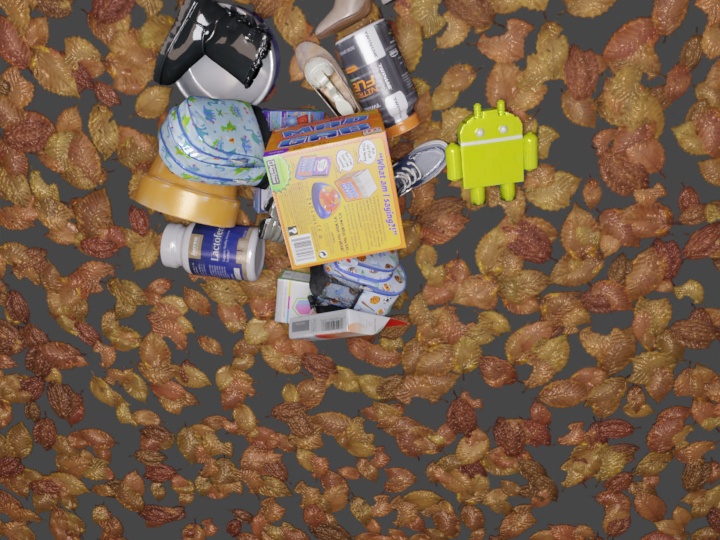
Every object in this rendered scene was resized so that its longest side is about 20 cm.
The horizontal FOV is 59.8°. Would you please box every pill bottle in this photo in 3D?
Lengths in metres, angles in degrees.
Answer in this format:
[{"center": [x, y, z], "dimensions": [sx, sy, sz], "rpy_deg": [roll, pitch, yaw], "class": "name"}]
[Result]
[{"center": [-0.310, -0.044, 1.323], "dimensions": [0.199, 0.116, 0.116], "rpy_deg": [6, 113, 3], "class": "pill bottle"}, {"center": [0.040, -0.352, 1.167], "dimensions": [0.106, 0.106, 0.201], "rpy_deg": [-22, 108, 14], "class": "pill bottle"}]

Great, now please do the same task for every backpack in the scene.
[{"center": [-0.251, -0.226, 1.090], "dimensions": [0.199, 0.154, 0.164], "rpy_deg": [-8, 76, -30], "class": "backpack"}, {"center": [0.000, 0.000, 1.279], "dimensions": [0.190, 0.201, 0.154], "rpy_deg": [25, 128, -22], "class": "backpack"}]

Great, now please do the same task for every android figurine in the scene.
[{"center": [0.256, -0.230, 1.225], "dimensions": [0.181, 0.041, 0.201], "rpy_deg": [-6, 113, 0], "class": "android figurine"}]

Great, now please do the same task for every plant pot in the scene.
[{"center": [-0.321, -0.201, 1.231], "dimensions": [0.199, 0.200, 0.184], "rpy_deg": [17, 98, -2], "class": "plant pot"}]

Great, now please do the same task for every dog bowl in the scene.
[{"center": [-0.255, -0.400, 1.190], "dimensions": [0.199, 0.079, 0.201], "rpy_deg": [2, 112, 4], "class": "dog bowl"}]

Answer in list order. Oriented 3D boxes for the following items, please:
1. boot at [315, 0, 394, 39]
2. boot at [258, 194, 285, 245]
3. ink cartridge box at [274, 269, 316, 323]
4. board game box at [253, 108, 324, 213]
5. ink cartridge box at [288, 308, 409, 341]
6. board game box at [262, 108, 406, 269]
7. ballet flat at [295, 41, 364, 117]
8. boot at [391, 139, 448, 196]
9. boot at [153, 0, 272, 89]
[{"center": [-0.020, -0.530, 1.127], "dimensions": [0.199, 0.070, 0.147], "rpy_deg": [-23, 102, 13], "class": "boot"}, {"center": [-0.113, -0.130, 1.243], "dimensions": [0.130, 0.068, 0.201], "rpy_deg": [26, 94, -25], "class": "boot"}, {"center": [-0.084, 0.068, 1.378], "dimensions": [0.199, 0.059, 0.104], "rpy_deg": [8, 113, 2], "class": "ink cartridge box"}, {"center": [-0.144, -0.218, 1.244], "dimensions": [0.135, 0.034, 0.201], "rpy_deg": [-6, 114, -26], "class": "board game box"}, {"center": [-0.021, 0.123, 1.274], "dimensions": [0.162, 0.200, 0.050], "rpy_deg": [-11, 69, 39], "class": "ink cartridge box"}, {"center": [-0.041, -0.148, 1.095], "dimensions": [0.199, 0.200, 0.201], "rpy_deg": [-11, 114, 3], "class": "board game box"}, {"center": [-0.054, -0.351, 1.197], "dimensions": [0.068, 0.067, 0.200], "rpy_deg": [-37, 104, 18], "class": "ballet flat"}, {"center": [0.092, -0.183, 1.240], "dimensions": [0.200, 0.090, 0.073], "rpy_deg": [-33, 106, 17], "class": "boot"}, {"center": [-0.261, -0.384, 1.119], "dimensions": [0.162, 0.073, 0.199], "rpy_deg": [30, 111, -11], "class": "boot"}]
